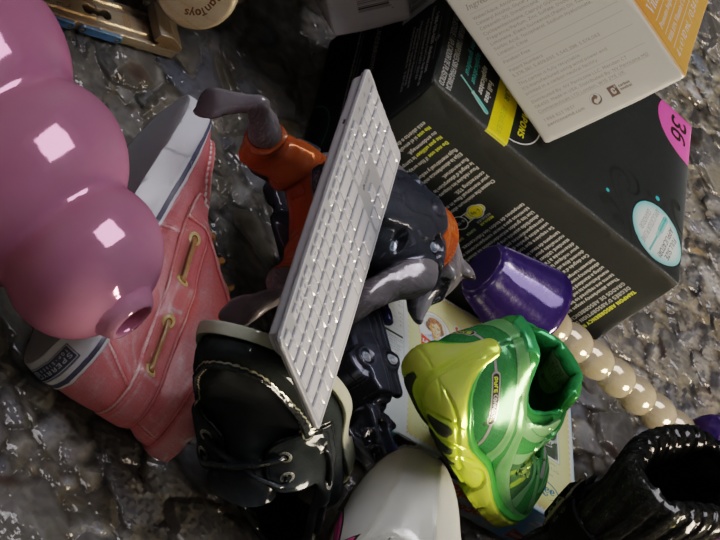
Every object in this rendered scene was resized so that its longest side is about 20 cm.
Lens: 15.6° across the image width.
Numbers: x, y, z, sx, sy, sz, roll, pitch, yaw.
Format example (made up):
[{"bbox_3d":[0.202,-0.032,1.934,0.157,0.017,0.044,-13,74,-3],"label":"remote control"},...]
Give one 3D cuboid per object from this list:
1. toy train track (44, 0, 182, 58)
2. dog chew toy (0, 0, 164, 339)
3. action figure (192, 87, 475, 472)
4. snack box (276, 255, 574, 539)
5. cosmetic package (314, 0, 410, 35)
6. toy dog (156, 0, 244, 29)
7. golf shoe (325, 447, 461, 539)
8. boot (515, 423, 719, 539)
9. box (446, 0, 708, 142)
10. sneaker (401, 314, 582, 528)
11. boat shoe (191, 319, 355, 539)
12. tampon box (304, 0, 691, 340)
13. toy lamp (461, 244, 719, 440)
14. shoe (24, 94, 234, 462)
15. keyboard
[{"bbox_3d":[-0.171,-0.155,1.418,0.199,0.032,0.115,15,50,-43],"label":"toy train track"},{"bbox_3d":[-0.167,-0.050,1.238,0.200,0.125,0.124,51,34,14],"label":"dog chew toy"},{"bbox_3d":[0.000,0.000,1.351,0.193,0.104,0.201,10,56,-57],"label":"action figure"},{"bbox_3d":[0.038,0.068,1.464,0.199,0.037,0.117,31,41,-29],"label":"snack box"},{"bbox_3d":[-0.023,-0.253,1.520,0.151,0.051,0.201,-110,-172,-69],"label":"cosmetic package"},{"bbox_3d":[-0.116,-0.225,1.473,0.200,0.096,0.132,34,20,-29],"label":"toy dog"},{"bbox_3d":[0.015,0.168,1.267,0.072,0.092,0.201,20,56,-8],"label":"golf shoe"},{"bbox_3d":[0.105,0.163,1.356,0.080,0.158,0.211,51,35,-3],"label":"boot"},{"bbox_3d":[0.100,-0.196,1.454,0.200,0.097,0.125,53,34,-21],"label":"box"},{"bbox_3d":[0.080,0.077,1.353,0.074,0.083,0.200,63,2,20],"label":"sneaker"},{"bbox_3d":[-0.047,0.086,1.264,0.074,0.200,0.066,18,70,10],"label":"boat shoe"},{"bbox_3d":[0.083,-0.066,1.551,0.200,0.126,0.150,37,39,-22],"label":"tampon box"},{"bbox_3d":[0.137,0.056,1.511,0.200,0.058,0.058,39,37,-24],"label":"toy lamp"},{"bbox_3d":[-0.098,0.004,1.340,0.091,0.071,0.201,40,42,-20],"label":"shoe"},{"bbox_3d":[-0.009,-0.014,1.238,0.056,0.011,0.201,62,29,-33],"label":"keyboard"}]
